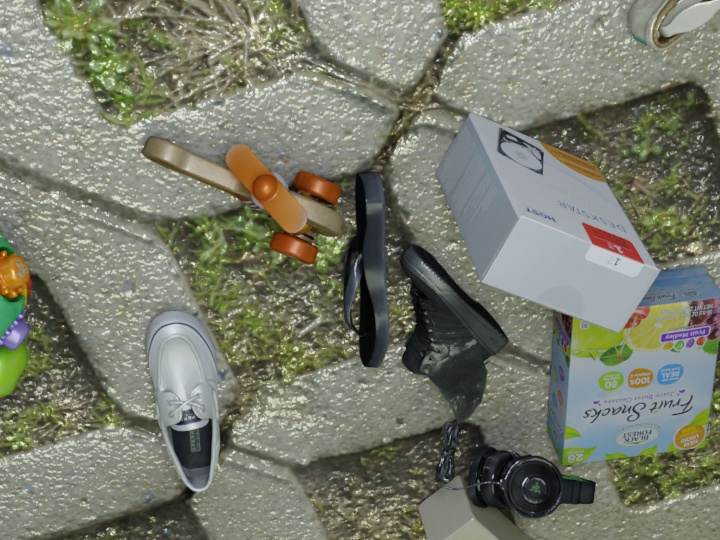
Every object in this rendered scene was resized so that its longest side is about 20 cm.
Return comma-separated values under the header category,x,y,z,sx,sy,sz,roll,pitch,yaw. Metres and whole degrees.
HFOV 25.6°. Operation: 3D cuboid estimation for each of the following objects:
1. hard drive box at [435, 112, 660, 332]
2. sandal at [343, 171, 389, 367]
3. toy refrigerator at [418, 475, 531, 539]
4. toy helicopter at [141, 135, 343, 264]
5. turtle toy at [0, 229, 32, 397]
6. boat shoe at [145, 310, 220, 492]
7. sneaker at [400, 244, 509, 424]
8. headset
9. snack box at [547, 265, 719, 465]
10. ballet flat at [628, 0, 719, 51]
category,x,y,z,sx,sy,sz,roll,pitch,yaw
hard drive box,0.171,-0.047,1.484,0.154,0.201,0.077,19,117,-23
sandal,0.000,-0.001,1.559,0.042,0.076,0.203,-6,113,-10
toy refrigerator,0.152,0.327,1.793,0.070,0.076,0.200,-38,122,13
toy helicopter,-0.109,-0.076,1.462,0.198,0.132,0.080,23,87,-5
turtle toy,-0.359,0.035,1.477,0.100,0.146,0.202,-12,127,-29
boat shoe,-0.173,0.136,1.609,0.073,0.066,0.202,-13,124,-3
sneaker,0.078,0.067,1.621,0.104,0.060,0.200,-40,125,10
headset,0.164,0.213,1.697,0.198,0.123,0.095,9,86,-33
snack box,0.290,0.103,1.684,0.166,0.068,0.202,-7,125,-8
ballet flat,0.339,-0.269,1.460,0.199,0.063,0.067,-38,122,13
